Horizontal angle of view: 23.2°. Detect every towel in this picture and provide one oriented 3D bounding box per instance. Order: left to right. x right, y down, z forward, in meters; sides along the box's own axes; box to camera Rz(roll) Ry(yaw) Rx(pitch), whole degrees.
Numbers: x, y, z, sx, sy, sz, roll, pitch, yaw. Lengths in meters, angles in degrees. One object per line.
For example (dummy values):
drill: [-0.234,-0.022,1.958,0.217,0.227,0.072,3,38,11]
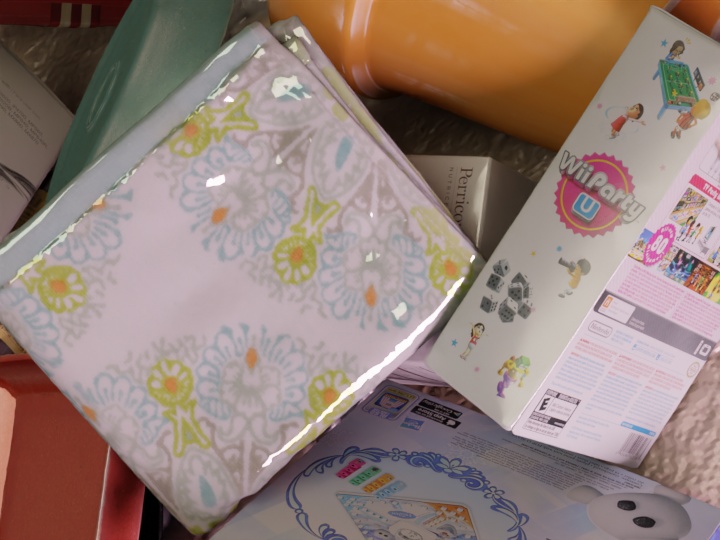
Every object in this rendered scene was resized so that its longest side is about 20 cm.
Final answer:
towel: [-0.058,0.001,0.832,0.200,0.048,0.171,-40,97,-1]

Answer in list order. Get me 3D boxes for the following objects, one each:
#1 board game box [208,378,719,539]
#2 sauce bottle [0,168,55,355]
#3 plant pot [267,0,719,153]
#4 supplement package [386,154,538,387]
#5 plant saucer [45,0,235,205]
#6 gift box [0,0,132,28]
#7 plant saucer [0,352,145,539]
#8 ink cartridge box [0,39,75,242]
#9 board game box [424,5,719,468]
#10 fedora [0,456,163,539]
board game box: [0.048,0.143,0.841,0.199,0.199,0.044,20,121,24]
sauce bottle: [-0.231,0.028,1.080,0.065,0.065,0.200,31,72,32]
plant pot: [0.084,-0.152,0.906,0.183,0.200,0.201,35,98,19]
supplement package: [0.000,0.000,0.961,0.199,0.109,0.114,3,81,31]
plant saucer: [-0.124,-0.087,0.937,0.200,0.036,0.200,-55,20,32]
gift box: [-0.227,-0.230,1.101,0.186,0.200,0.185,11,98,36]
plant saucer: [-0.169,0.144,0.931,0.199,0.037,0.201,-8,73,56]
ink cartridge box: [-0.276,-0.033,1.073,0.145,0.085,0.200,-30,26,35]
board game box: [0.138,-0.009,0.860,0.064,0.147,0.200,37,98,32]
fedora: [-0.221,0.155,1.066,0.200,0.092,0.201,-7,77,29]
